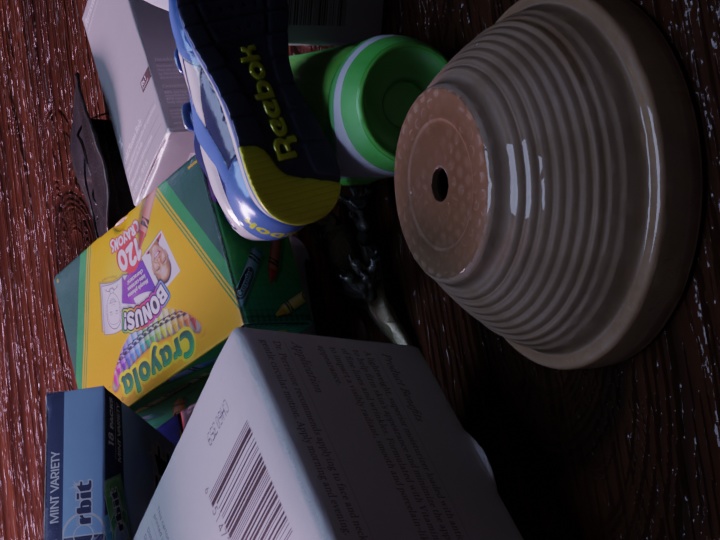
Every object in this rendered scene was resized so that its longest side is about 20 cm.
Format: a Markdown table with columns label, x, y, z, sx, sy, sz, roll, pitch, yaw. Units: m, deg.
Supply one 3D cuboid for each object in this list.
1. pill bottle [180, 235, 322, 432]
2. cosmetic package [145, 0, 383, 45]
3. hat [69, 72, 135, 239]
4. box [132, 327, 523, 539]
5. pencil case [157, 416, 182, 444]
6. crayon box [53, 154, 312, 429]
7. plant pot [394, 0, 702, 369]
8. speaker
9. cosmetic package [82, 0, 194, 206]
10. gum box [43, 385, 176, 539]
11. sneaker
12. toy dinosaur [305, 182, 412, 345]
| label | x | y | z | sx | sy | sz | roll | pitch | yaw |
| --- | --- | --- | --- | --- | --- | --- | --- | --- | --- |
| pill bottle | -0.083 | 0.037 | 1.144 | 0.111 | 0.110 | 0.202 | -33 | 64 | 60 |
| cosmetic package | -0.070 | -0.205 | 1.098 | 0.200 | 0.101 | 0.072 | 31 | 121 | 57 |
| hat | -0.201 | -0.081 | 1.385 | 0.201 | 0.080 | 0.202 | 168 | 90 | -76 |
| box | -0.023 | 0.172 | 0.894 | 0.201 | 0.130 | 0.199 | -63 | 35 | 29 |
| pencil case | -0.195 | 0.165 | 1.415 | 0.078 | 0.087 | 0.201 | -36 | 60 | 34 |
| crayon box | -0.123 | 0.019 | 1.060 | 0.200 | 0.058 | 0.120 | -34 | 65 | 43 |
| plant pot | 0.080 | -0.045 | 0.829 | 0.201 | 0.092 | 0.203 | 19 | 111 | 62 |
| speaker | -0.014 | -0.100 | 1.017 | 0.200 | 0.088 | 0.089 | 4 | 97 | 63 |
| cosmetic package | -0.156 | -0.162 | 1.291 | 0.201 | 0.090 | 0.107 | 67 | 147 | 27 |
| gum box | -0.150 | 0.189 | 1.053 | 0.200 | 0.044 | 0.171 | 57 | -153 | -63 |
| sneaker | -0.076 | -0.108 | 0.964 | 0.082 | 0.073 | 0.201 | 136 | 122 | -61 |
| toy dinosaur | 0.000 | 0.000 | 1.043 | 0.088 | 0.047 | 0.201 | 87 | 160 | -55 |
